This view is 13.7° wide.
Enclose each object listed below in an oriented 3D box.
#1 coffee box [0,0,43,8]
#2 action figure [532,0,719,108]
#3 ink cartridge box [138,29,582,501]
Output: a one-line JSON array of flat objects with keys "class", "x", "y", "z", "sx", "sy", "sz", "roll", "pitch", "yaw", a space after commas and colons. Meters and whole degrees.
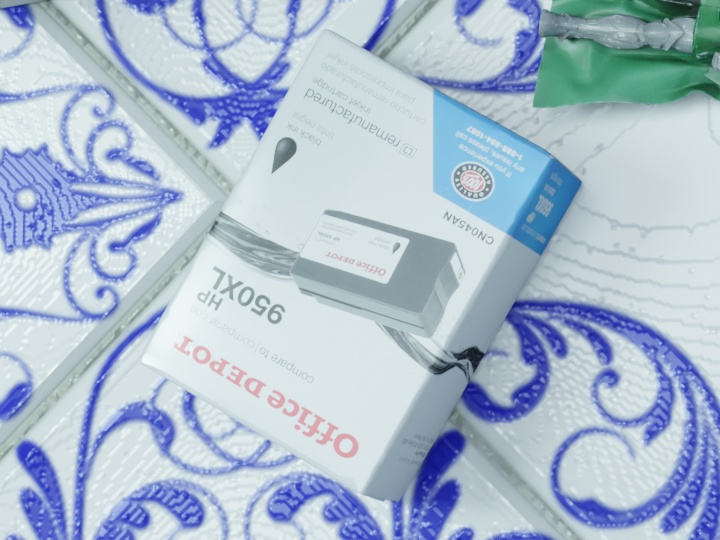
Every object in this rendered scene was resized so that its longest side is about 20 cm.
[{"class": "coffee box", "x": -0.246, "y": -0.250, "z": 1.575, "sx": 0.197, "sy": 0.200, "sz": 0.201, "roll": -8, "pitch": 81, "yaw": 12}, {"class": "action figure", "x": 0.194, "y": -0.131, "z": 1.536, "sx": 0.199, "sy": 0.055, "sz": 0.118, "roll": 8, "pitch": 82, "yaw": 10}, {"class": "ink cartridge box", "x": 0.000, "y": 0.000, "z": 1.547, "sx": 0.144, "sy": 0.084, "sz": 0.200, "roll": 30, "pitch": 91, "yaw": 15}]
